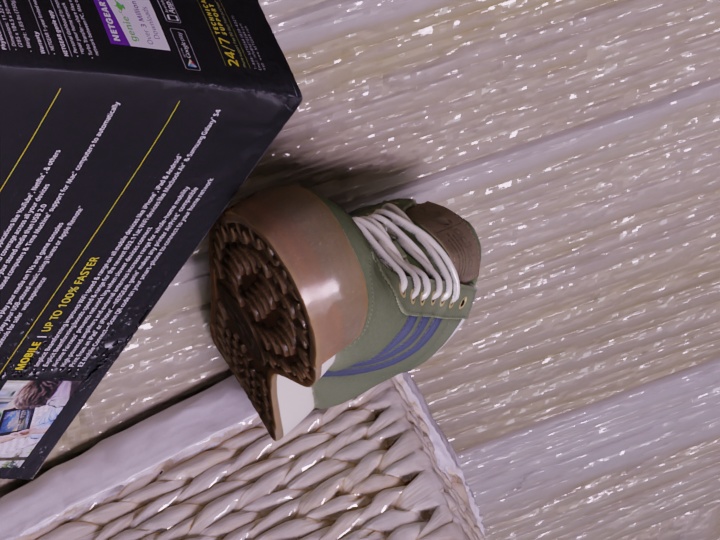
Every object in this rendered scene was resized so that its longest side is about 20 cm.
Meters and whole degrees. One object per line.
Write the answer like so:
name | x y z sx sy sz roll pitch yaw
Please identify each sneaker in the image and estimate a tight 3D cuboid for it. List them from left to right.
sneaker | 0.000 0.000 0.962 0.090 0.067 0.200 -29 170 -12

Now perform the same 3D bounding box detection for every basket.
basket | -0.029 0.157 1.108 0.200 0.161 0.198 -28 148 -1

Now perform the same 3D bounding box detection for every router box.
router box | -0.131 -0.011 0.880 0.149 0.051 0.200 4 137 -38
